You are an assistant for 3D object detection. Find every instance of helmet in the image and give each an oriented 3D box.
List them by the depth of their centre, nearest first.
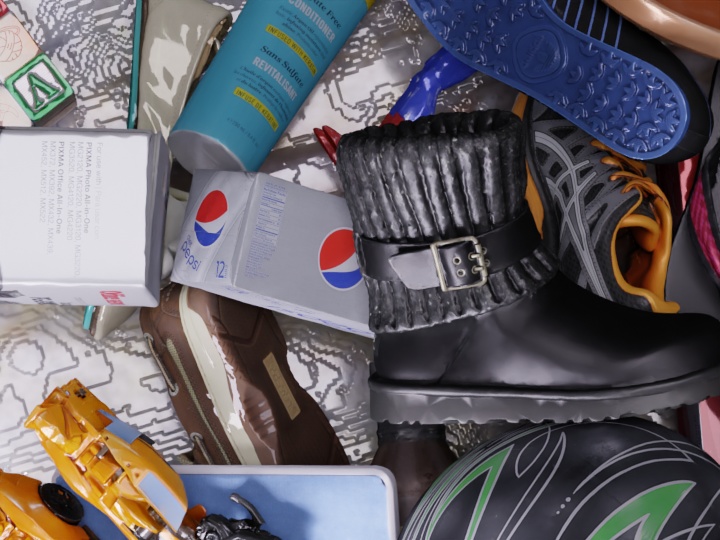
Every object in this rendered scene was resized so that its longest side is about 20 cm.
[{"bbox_3d":[0.111,0.169,1.549,0.198,0.200,0.192,0,87,-4],"label":"helmet"}]

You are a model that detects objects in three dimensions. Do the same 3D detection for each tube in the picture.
[{"bbox_3d":[-0.037,-0.135,1.651,0.077,0.050,0.201,45,61,-28],"label":"tube"}]

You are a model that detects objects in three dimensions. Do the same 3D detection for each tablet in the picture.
[{"bbox_3d":[-0.072,0.169,1.616,0.199,0.014,0.131,-1,99,18],"label":"tablet"}]

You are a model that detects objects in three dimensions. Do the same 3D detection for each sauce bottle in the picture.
[{"bbox_3d":[0.034,0.148,1.648,0.064,0.065,0.202,-3,85,-4],"label":"sauce bottle"}]

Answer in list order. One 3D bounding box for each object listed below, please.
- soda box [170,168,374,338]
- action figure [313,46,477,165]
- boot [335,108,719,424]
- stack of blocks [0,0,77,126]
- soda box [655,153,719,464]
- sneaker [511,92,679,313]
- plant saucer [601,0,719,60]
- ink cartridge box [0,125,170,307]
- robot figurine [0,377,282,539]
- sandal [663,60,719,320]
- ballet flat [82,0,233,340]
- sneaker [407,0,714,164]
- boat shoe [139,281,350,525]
[{"bbox_3d":[0.000,0.000,1.612,0.199,0.068,0.064,16,83,-34],"label":"soda box"},{"bbox_3d":[0.050,-0.146,1.673,0.199,0.065,0.099,-34,97,-6],"label":"action figure"},{"bbox_3d":[0.093,-0.004,1.532,0.209,0.079,0.159,-2,97,8],"label":"boot"},{"bbox_3d":[-0.251,-0.056,1.647,0.200,0.059,0.115,-39,89,-7],"label":"stack of blocks"},{"bbox_3d":[0.209,0.018,1.672,0.069,0.063,0.202,-4,85,-6],"label":"soda box"},{"bbox_3d":[0.134,-0.034,1.635,0.078,0.077,0.201,22,52,-41],"label":"sneaker"},{"bbox_3d":[0.186,-0.178,1.647,0.199,0.201,0.032,26,128,-2],"label":"plant saucer"},{"bbox_3d":[-0.200,-0.027,1.541,0.198,0.145,0.084,2,86,-1],"label":"ink cartridge box"},{"bbox_3d":[-0.120,0.164,1.593,0.200,0.058,0.145,45,112,7],"label":"robot figurine"},{"bbox_3d":[0.209,-0.033,1.622,0.075,0.045,0.202,8,84,-5],"label":"sandal"},{"bbox_3d":[-0.107,-0.057,1.654,0.069,0.069,0.202,9,85,-3],"label":"ballet flat"},{"bbox_3d":[0.105,-0.122,1.613,0.200,0.078,0.070,41,103,19],"label":"sneaker"},{"bbox_3d":[-0.062,0.095,1.651,0.074,0.075,0.204,-15,99,36],"label":"boat shoe"}]
